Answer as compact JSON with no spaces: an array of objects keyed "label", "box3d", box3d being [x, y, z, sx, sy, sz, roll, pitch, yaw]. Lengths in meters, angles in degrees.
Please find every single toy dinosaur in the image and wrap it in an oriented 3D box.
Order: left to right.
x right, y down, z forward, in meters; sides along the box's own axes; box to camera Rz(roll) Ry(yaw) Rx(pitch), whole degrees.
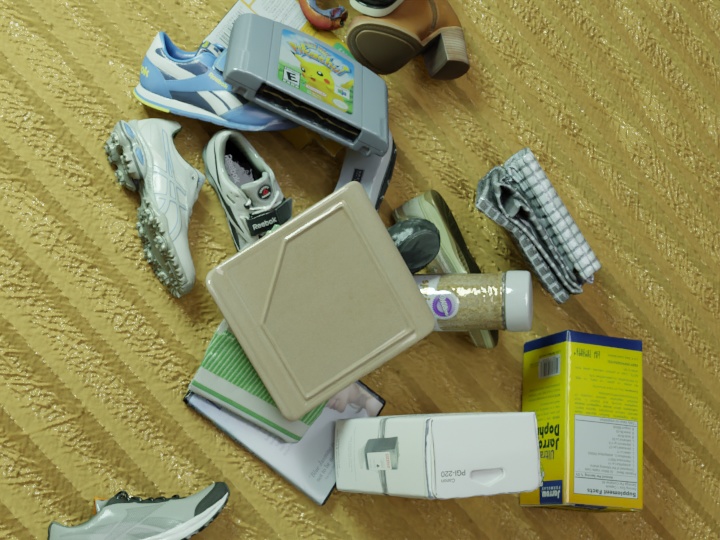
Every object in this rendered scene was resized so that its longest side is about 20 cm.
[{"label":"toy dinosaur","box3d":[-0.065,-0.375,1.348,0.104,0.197,0.185,18,78,-55]}]

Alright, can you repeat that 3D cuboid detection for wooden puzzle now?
[{"label":"wooden puzzle","box3d":[-0.041,0.032,1.206,0.198,0.037,0.187,-33,103,-10]}]

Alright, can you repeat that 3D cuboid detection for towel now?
[{"label":"towel","box3d":[-0.079,0.073,1.231,0.151,0.023,0.202,29,91,-13]},{"label":"towel","box3d":[0.208,-0.053,1.343,0.085,0.200,0.167,-33,94,10]}]

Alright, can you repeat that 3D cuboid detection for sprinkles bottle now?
[{"label":"sprinkles bottle","box3d":[0.097,0.037,1.293,0.196,0.068,0.070,-1,77,12]}]

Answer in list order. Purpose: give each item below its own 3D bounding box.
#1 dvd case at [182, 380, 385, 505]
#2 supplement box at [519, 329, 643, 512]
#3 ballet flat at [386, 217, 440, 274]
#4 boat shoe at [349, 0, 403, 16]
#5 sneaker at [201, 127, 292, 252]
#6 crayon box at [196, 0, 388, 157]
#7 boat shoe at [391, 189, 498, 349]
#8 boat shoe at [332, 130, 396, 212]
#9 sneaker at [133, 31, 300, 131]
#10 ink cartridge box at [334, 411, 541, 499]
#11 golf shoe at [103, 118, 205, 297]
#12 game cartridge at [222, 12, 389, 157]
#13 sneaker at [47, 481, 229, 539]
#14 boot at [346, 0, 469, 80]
[{"label":"dvd case","box3d":[-0.082,0.147,1.274,0.199,0.018,0.144,39,68,-10]},{"label":"supplement box","box3d":[0.264,0.184,1.358,0.107,0.109,0.204,9,75,-20]},{"label":"ballet flat","box3d":[0.000,0.000,1.272,0.197,0.057,0.067,-23,109,-2]},{"label":"boat shoe","box3d":[0.042,-0.370,1.333,0.073,0.064,0.202,20,39,8]},{"label":"sneaker","box3d":[-0.115,-0.067,1.264,0.074,0.088,0.202,-32,92,-17]},{"label":"crayon box","box3d":[-0.081,-0.236,1.336,0.199,0.051,0.126,40,67,-9]},{"label":"boat shoe","box3d":[0.105,0.006,1.361,0.062,0.073,0.203,-25,94,19]},{"label":"boat shoe","box3d":[-0.004,-0.075,1.326,0.068,0.057,0.203,20,85,24]},{"label":"sneaker","box3d":[-0.151,-0.206,1.253,0.197,0.074,0.084,13,106,-3]},{"label":"ink cartridge box","box3d":[0.079,0.197,1.218,0.144,0.199,0.086,1,84,-29]},{"label":"golf shoe","box3d":[-0.204,-0.076,1.243,0.096,0.078,0.203,-18,87,-30]},{"label":"game cartridge","box3d":[-0.055,-0.210,1.259,0.198,0.041,0.134,23,35,-20]},{"label":"sneaker","box3d":[-0.226,0.258,1.164,0.198,0.074,0.080,-20,82,-24]},{"label":"boot","box3d":[0.041,-0.317,1.369,0.198,0.073,0.157,7,59,-46]}]
